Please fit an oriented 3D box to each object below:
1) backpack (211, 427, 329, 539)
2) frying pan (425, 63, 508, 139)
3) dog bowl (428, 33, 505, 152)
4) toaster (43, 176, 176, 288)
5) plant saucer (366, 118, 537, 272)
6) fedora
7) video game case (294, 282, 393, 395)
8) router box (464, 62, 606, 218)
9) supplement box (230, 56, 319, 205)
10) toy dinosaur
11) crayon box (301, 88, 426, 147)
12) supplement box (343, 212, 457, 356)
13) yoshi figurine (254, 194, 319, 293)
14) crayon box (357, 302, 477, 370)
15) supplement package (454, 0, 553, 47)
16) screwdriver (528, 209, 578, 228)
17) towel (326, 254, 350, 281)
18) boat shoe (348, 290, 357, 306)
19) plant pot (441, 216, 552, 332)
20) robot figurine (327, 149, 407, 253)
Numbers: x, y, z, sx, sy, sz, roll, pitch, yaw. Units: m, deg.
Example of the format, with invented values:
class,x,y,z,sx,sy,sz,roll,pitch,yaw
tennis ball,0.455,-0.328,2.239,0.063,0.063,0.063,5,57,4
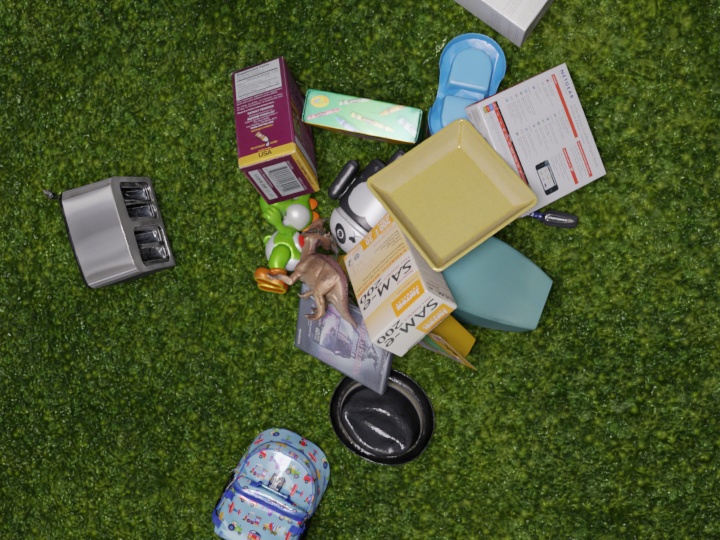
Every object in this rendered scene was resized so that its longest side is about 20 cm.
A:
class,x,y,z,sx,sy,sz,roll,pitch,yaw
backpack,-0.157,0.405,1.335,0.182,0.135,0.201,29,96,5
frying pan,0.203,-0.264,1.271,0.189,0.031,0.115,-31,91,13
dog bowl,0.179,-0.296,1.233,0.111,0.050,0.202,12,88,3
toaster,-0.437,-0.072,1.303,0.118,0.200,0.182,-16,92,14
plant saucer,0.143,-0.116,1.153,0.199,0.049,0.200,-34,67,-6
fedora,0.034,0.273,1.310,0.199,0.092,0.202,1,95,9
video game case,-0.029,0.119,1.287,0.199,0.019,0.144,27,125,25
router box,0.292,-0.213,1.201,0.179,0.049,0.201,-26,99,-14
supplement box,-0.145,-0.237,1.236,0.102,0.131,0.201,-14,63,11
toy dinosaur,-0.061,0.002,1.214,0.136,0.086,0.200,-49,65,9
crayon box,0.010,-0.261,1.254,0.198,0.119,0.059,12,97,8
supplement box,0.057,0.016,1.146,0.073,0.201,0.126,28,117,-36
yoshi figurine,-0.152,-0.069,1.300,0.112,0.112,0.201,3,71,40
crayon box,0.104,0.090,1.216,0.199,0.126,0.052,20,74,47
supplement package,0.224,-0.488,1.198,0.200,0.121,0.120,37,99,4
screwdriver,0.281,-0.104,1.269,0.198,0.028,0.029,13,126,4
towel,0.000,0.000,1.299,0.198,0.086,0.018,1,121,9
boat shoe,-0.027,0.090,1.327,0.073,0.063,0.201,-37,87,40
plant pot,0.208,0.025,1.227,0.199,0.141,0.142,24,80,-2
robot figurine,0.033,-0.113,1.259,0.200,0.125,0.150,-51,47,9
